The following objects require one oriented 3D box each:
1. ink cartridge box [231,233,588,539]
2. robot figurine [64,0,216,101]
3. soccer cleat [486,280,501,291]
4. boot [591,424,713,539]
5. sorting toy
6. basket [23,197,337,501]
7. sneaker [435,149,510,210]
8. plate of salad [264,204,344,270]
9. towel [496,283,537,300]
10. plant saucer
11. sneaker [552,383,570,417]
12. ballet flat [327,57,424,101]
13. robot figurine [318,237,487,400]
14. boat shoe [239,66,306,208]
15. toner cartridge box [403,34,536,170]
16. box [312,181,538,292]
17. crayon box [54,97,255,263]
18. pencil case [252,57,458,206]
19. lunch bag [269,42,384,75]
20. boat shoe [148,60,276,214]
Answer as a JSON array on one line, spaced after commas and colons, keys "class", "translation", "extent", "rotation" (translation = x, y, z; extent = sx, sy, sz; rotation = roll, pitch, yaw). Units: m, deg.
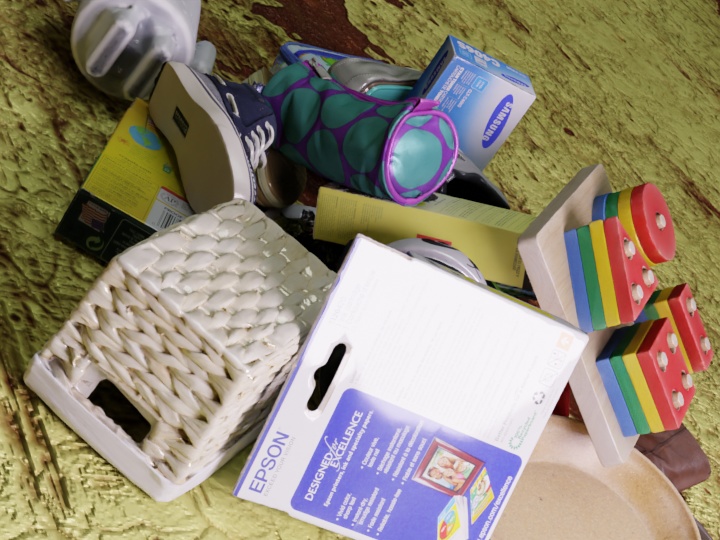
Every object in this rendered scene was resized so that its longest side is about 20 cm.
[{"class": "ink cartridge box", "translation": [0.033, 0.094, 1.054], "extent": [0.200, 0.198, 0.047], "rotation": [24, 6, -22]}, {"class": "robot figurine", "translation": [-0.207, -0.234, 1.414], "extent": [0.169, 0.113, 0.200], "rotation": [36, 24, -22]}, {"class": "soccer cleat", "translation": [0.095, 0.059, 1.317], "extent": [0.081, 0.067, 0.200], "rotation": [45, 21, -21]}, {"class": "boot", "translation": [0.280, 0.199, 1.332], "extent": [0.186, 0.064, 0.200], "rotation": [46, 23, 18]}, {"class": "sorting toy", "translation": [0.221, 0.025, 1.246], "extent": [0.200, 0.069, 0.199], "rotation": [-42, 112, -58]}, {"class": "basket", "translation": [-0.109, 0.045, 1.046], "extent": [0.135, 0.124, 0.200], "rotation": [40, 25, 8]}, {"class": "sneaker", "translation": [0.102, -0.040, 1.387], "extent": [0.200, 0.078, 0.140], "rotation": [46, 4, -44]}, {"class": "plate of salad", "translation": [0.000, 0.000, 1.341], "extent": [0.200, 0.048, 0.200], "rotation": [27, 27, -15]}, {"class": "towel", "translation": [0.189, 0.018, 1.441], "extent": [0.200, 0.024, 0.147], "rotation": [10, 2, 43]}, {"class": "plant saucer", "translation": [0.171, 0.200, 1.180], "extent": [0.200, 0.035, 0.201], "rotation": [16, 40, -14]}, {"class": "sneaker", "translation": [0.160, 0.088, 1.339], "extent": [0.077, 0.085, 0.200], "rotation": [29, 26, -9]}, {"class": "ballet flat", "translation": [0.042, -0.178, 1.490], "extent": [0.200, 0.067, 0.064], "rotation": [2, 38, -52]}, {"class": "robot figurine", "translation": [0.039, 0.060, 1.175], "extent": [0.124, 0.151, 0.200], "rotation": [7, 36, 9]}, {"class": "boat shoe", "translation": [-0.098, -0.117, 1.418], "extent": [0.073, 0.063, 0.201], "rotation": [50, 18, -37]}, {"class": "toner cartridge box", "translation": [0.072, -0.118, 1.451], "extent": [0.095, 0.200, 0.043], "rotation": [23, 29, -22]}, {"class": "box", "translation": [0.065, -0.034, 1.280], "extent": [0.199, 0.050, 0.075], "rotation": [14, 18, 16]}, {"class": "crayon box", "translation": [-0.161, -0.059, 1.244], "extent": [0.127, 0.051, 0.200], "rotation": [31, 27, -9]}, {"class": "pencil case", "translation": [-0.007, -0.121, 1.285], "extent": [0.085, 0.093, 0.200], "rotation": [-2, 19, -39]}, {"class": "lunch bag", "translation": [-0.001, -0.164, 1.583], "extent": [0.200, 0.083, 0.161], "rotation": [6, 35, -47]}, {"class": "boat shoe", "translation": [-0.101, -0.103, 1.244], "extent": [0.092, 0.075, 0.200], "rotation": [7, 36, -32]}]
